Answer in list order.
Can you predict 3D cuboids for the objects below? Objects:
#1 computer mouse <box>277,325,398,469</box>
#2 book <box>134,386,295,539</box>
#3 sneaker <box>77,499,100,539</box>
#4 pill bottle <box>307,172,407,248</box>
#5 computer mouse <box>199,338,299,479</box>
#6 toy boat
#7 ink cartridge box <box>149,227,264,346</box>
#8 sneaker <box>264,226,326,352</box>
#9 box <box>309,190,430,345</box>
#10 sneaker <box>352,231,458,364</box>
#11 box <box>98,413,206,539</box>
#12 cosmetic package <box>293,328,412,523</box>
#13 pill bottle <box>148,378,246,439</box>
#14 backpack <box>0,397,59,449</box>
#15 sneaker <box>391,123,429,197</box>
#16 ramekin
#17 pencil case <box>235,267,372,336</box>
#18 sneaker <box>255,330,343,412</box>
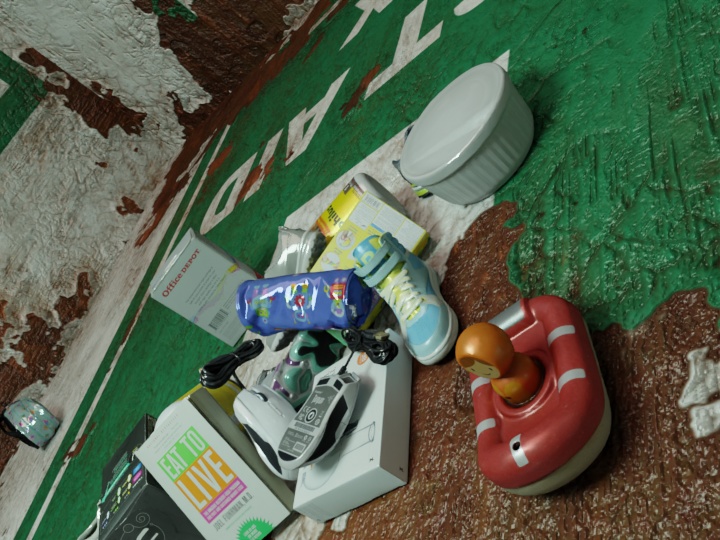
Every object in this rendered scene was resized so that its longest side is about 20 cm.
[{"bbox_3d":[-0.029,0.157,0.853,0.109,0.044,0.201,2,53,55],"label":"computer mouse"},{"bbox_3d":[-0.193,0.276,0.941,0.134,0.200,0.048,-46,-6,19],"label":"book"},{"bbox_3d":[-0.454,0.447,1.321,0.201,0.071,0.073,-57,25,-5],"label":"sneaker"},{"bbox_3d":[-0.025,-0.051,1.143,0.200,0.109,0.109,-48,25,14],"label":"pill bottle"},{"bbox_3d":[-0.125,0.183,0.940,0.109,0.200,0.044,-21,-25,-48],"label":"computer mouse"},{"bbox_3d":[0.138,0.095,0.640,0.130,0.130,0.201,-40,28,29],"label":"toy boat"},{"bbox_3d":[-0.296,0.033,1.410,0.146,0.199,0.083,-52,25,3],"label":"ink cartridge box"},{"bbox_3d":[-0.114,0.027,1.096,0.075,0.081,0.202,-6,-65,-67],"label":"sneaker"},{"bbox_3d":[0.000,0.000,1.032,0.201,0.117,0.048,-54,-19,-2],"label":"box"},{"bbox_3d":[0.046,0.027,0.891,0.080,0.130,0.201,-44,26,15],"label":"sneaker"},{"bbox_3d":[-0.306,0.346,1.092,0.125,0.148,0.200,-52,25,4],"label":"box"},{"bbox_3d":[-0.006,0.189,0.876,0.150,0.052,0.201,-34,31,32],"label":"cosmetic package"},{"bbox_3d":[-0.244,0.240,1.076,0.112,0.112,0.200,-49,-3,12],"label":"pill bottle"},{"bbox_3d":[-1.041,0.481,2.235,0.199,0.167,0.127,1,54,54],"label":"backpack"},{"bbox_3d":[0.119,-0.219,1.130,0.074,0.081,0.201,-7,52,57],"label":"sneaker"},{"bbox_3d":[0.156,-0.185,1.006,0.202,0.094,0.203,-41,28,26],"label":"ramekin"},{"bbox_3d":[-0.077,0.047,0.978,0.198,0.078,0.088,-6,85,28],"label":"pencil case"},{"bbox_3d":[-0.109,0.150,1.075,0.139,0.078,0.201,-5,54,58],"label":"sneaker"}]
